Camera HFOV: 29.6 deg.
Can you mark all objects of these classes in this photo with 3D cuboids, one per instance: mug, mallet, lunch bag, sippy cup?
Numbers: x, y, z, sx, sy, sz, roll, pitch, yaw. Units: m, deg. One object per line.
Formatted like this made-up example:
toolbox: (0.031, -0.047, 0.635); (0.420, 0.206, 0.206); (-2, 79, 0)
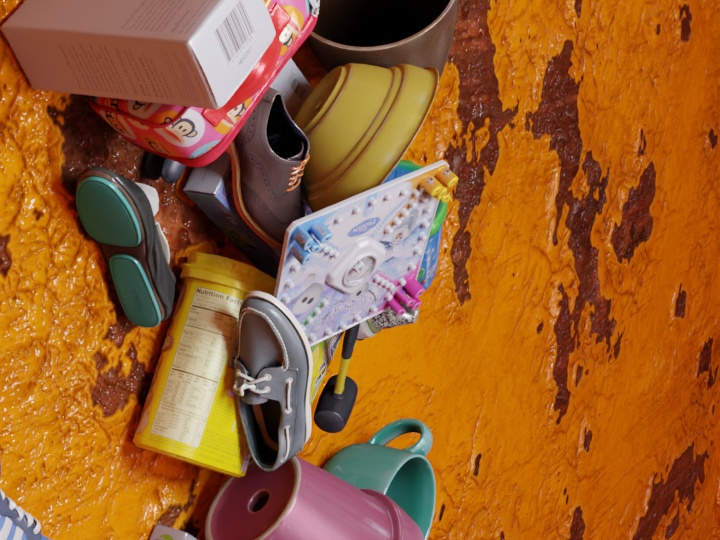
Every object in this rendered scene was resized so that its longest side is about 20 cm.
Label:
mug: (0.016, 0.283, 1.687); (0.185, 0.114, 0.152); (-38, 129, -51)
mallet: (-0.019, 0.105, 1.511); (0.200, 0.041, 0.066); (101, 8, -51)
lunch bag: (-0.133, -0.192, 1.205); (0.200, 0.176, 0.082); (-56, 133, -12)
sippy cup: (0.040, -0.039, 1.638); (0.178, 0.140, 0.131); (-39, 143, -25)

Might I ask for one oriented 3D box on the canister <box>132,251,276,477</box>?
canister: (-0.145, 0.099, 1.389); (0.148, 0.086, 0.200); (34, 70, -58)

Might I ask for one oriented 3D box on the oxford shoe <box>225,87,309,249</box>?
oxford shoe: (-0.083, -0.096, 1.333); (0.071, 0.072, 0.200); (-59, 143, -35)

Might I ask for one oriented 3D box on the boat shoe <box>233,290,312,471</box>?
boat shoe: (-0.090, 0.112, 1.333); (0.062, 0.073, 0.200); (-50, 145, -44)

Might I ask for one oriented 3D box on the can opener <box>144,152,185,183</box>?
can opener: (-0.153, -0.175, 1.318); (0.079, 0.063, 0.200); (34, 69, -33)

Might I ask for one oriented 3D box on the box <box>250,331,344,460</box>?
box: (-0.088, 0.120, 1.513); (0.200, 0.064, 0.070); (-65, 146, -24)

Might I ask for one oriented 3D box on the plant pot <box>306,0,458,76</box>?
plant pot: (0.026, -0.260, 1.521); (0.200, 0.186, 0.187); (75, 35, -61)

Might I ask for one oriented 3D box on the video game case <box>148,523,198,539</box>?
video game case: (-0.187, 0.387, 1.435); (0.200, 0.045, 0.182); (51, 55, -52)

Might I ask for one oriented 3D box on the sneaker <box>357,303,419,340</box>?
sneaker: (0.019, -0.019, 1.503); (0.077, 0.088, 0.200); (-62, 143, -58)

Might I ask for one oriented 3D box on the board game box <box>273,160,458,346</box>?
board game box: (0.000, 0.000, 1.361); (0.200, 0.026, 0.200); (-25, 146, -32)

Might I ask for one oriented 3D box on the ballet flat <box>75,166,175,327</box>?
ballet flat: (-0.214, -0.035, 1.262); (0.200, 0.068, 0.068); (82, 23, -45)

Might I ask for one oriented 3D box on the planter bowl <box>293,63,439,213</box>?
planter bowl: (-0.015, -0.148, 1.384); (0.083, 0.200, 0.201); (35, 62, -16)

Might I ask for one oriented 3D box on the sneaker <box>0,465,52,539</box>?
sneaker: (-0.309, 0.182, 1.130); (0.200, 0.080, 0.147); (19, 86, -54)

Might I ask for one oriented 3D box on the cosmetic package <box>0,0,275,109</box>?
cosmetic package: (-0.183, -0.197, 1.124); (0.102, 0.200, 0.074); (-57, 142, -34)

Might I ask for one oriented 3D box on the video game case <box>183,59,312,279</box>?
video game case: (-0.091, -0.109, 1.448); (0.200, 0.045, 0.182); (51, 53, -52)

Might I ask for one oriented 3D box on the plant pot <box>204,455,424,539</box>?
plant pot: (-0.060, 0.291, 1.436); (0.179, 0.200, 0.200); (47, 55, -30)
